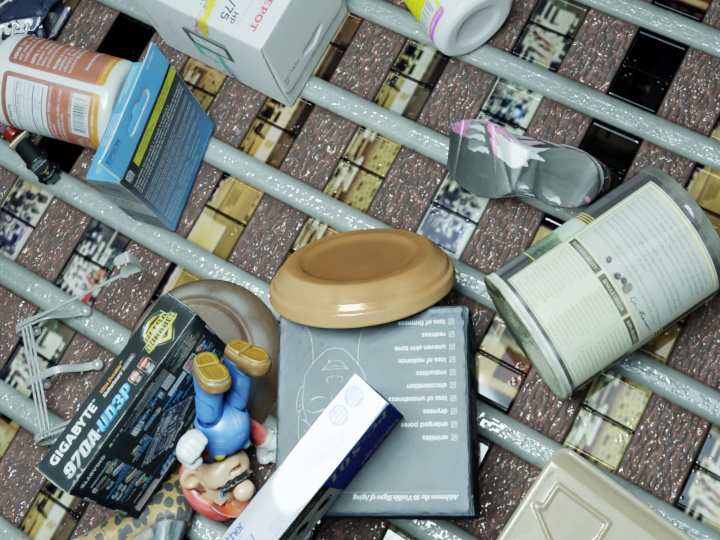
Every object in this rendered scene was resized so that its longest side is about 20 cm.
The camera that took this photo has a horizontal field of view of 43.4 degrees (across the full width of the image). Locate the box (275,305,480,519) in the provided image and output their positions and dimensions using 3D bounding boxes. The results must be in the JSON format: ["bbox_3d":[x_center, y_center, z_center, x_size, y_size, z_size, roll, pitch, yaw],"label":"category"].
[{"bbox_3d":[0.020,0.150,0.921,0.196,0.124,0.201,-2,73,11],"label":"box"}]

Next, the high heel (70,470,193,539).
[{"bbox_3d":[-0.277,0.276,0.982,0.196,0.072,0.145,6,60,18],"label":"high heel"}]

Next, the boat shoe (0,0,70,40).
[{"bbox_3d":[-0.455,-0.303,1.150,0.091,0.075,0.202,23,65,12],"label":"boat shoe"}]

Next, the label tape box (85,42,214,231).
[{"bbox_3d":[-0.244,-0.148,1.014,0.065,0.200,0.146,15,77,16],"label":"label tape box"}]

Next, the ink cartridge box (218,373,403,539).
[{"bbox_3d":[-0.045,0.189,0.811,0.044,0.094,0.201,38,85,18],"label":"ink cartridge box"}]

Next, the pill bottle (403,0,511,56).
[{"bbox_3d":[0.085,-0.360,1.065,0.103,0.104,0.202,-31,71,0],"label":"pill bottle"}]

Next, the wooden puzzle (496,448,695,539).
[{"bbox_3d":[0.218,0.308,0.884,0.184,0.046,0.202,34,87,18],"label":"wooden puzzle"}]

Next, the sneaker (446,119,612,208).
[{"bbox_3d":[0.185,-0.110,0.997,0.198,0.086,0.082,27,109,34],"label":"sneaker"}]

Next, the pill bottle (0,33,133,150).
[{"bbox_3d":[-0.373,-0.219,1.090,0.196,0.112,0.114,16,77,4],"label":"pill bottle"}]

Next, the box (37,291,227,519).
[{"bbox_3d":[-0.210,0.140,0.902,0.046,0.159,0.202,29,76,20],"label":"box"}]

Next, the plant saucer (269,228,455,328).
[{"bbox_3d":[0.000,0.000,0.940,0.196,0.201,0.038,-4,112,9],"label":"plant saucer"}]

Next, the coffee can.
[{"bbox_3d":[0.244,0.013,0.907,0.198,0.147,0.148,-34,71,-1],"label":"coffee can"}]

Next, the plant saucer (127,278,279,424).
[{"bbox_3d":[-0.183,0.104,1.019,0.196,0.037,0.205,-3,74,10],"label":"plant saucer"}]

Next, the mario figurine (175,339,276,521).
[{"bbox_3d":[-0.127,0.179,0.919,0.121,0.203,0.107,2,31,-12],"label":"mario figurine"}]

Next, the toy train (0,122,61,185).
[{"bbox_3d":[-0.448,-0.182,1.143,0.034,0.046,0.200,-44,71,-4],"label":"toy train"}]

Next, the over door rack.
[{"bbox_3d":[-0.297,0.094,1.016,0.198,0.066,0.150,-28,69,24],"label":"over door rack"}]

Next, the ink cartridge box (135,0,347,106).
[{"bbox_3d":[-0.141,-0.324,1.074,0.198,0.146,0.148,28,81,16],"label":"ink cartridge box"}]
